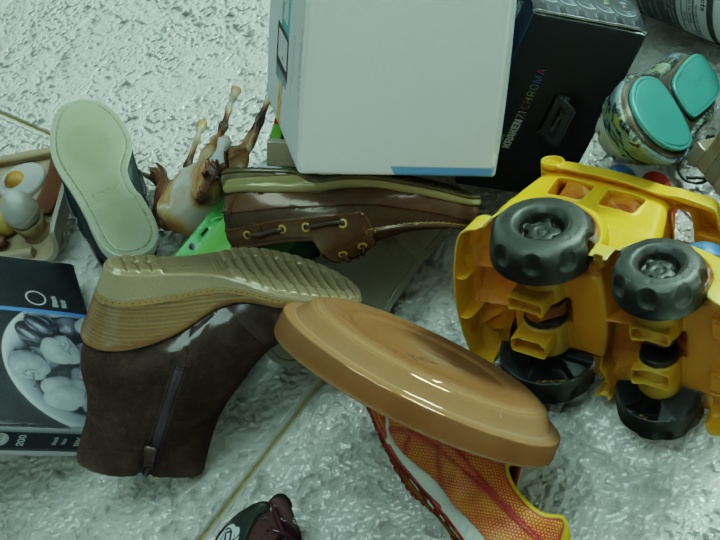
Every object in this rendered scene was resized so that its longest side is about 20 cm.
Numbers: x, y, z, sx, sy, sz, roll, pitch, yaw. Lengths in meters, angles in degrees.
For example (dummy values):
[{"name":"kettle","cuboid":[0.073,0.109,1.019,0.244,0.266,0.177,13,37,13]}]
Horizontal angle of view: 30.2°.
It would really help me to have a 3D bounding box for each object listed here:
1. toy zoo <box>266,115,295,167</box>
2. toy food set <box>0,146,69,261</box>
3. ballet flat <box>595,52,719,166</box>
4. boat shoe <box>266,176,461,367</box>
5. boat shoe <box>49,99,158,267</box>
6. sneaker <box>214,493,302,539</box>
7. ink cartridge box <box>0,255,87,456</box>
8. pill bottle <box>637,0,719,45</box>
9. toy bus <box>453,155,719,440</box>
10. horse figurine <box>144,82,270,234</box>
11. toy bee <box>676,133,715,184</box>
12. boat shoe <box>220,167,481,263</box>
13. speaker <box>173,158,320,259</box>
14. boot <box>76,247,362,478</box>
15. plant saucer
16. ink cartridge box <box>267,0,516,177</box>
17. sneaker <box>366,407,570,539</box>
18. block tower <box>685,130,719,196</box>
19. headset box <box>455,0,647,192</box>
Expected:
[{"name":"toy zoo","cuboid":[-0.004,-0.122,1.092,0.129,0.021,0.200,3,22,0]},{"name":"toy food set","cuboid":[-0.350,-0.070,1.235,0.197,0.061,0.145,-8,51,16]},{"name":"ballet flat","cuboid":[0.209,-0.108,0.974,0.073,0.075,0.199,9,19,28]},{"name":"boat shoe","cuboid":[0.000,0.000,1.049,0.200,0.073,0.063,-45,7,-9]},{"name":"boat shoe","cuboid":[-0.223,-0.066,1.172,0.074,0.067,0.200,-18,54,-21]},{"name":"sneaker","cuboid":[-0.032,0.194,0.880,0.197,0.076,0.117,-10,46,15]},{"name":"ink cartridge box","cuboid":[-0.302,0.061,1.040,0.198,0.044,0.199,5,39,-31]},{"name":"pill bottle","cuboid":[0.290,-0.244,1.074,0.116,0.116,0.199,-44,50,-16]},{"name":"toy bus","cuboid":[0.191,-0.001,0.923,0.198,0.137,0.192,17,44,31]},{"name":"horse figurine","cuboid":[-0.132,-0.082,1.123,0.199,0.050,0.134,-33,33,52]},{"name":"toy bee","cuboid":[0.328,-0.106,0.949,0.197,0.109,0.132,-17,48,7]},{"name":"boat shoe","cuboid":[-0.009,-0.039,0.990,0.197,0.072,0.069,3,94,14]},{"name":"speaker","cuboid":[-0.101,0.004,1.055,0.088,0.089,0.201,21,63,34]},{"name":"boot","cuboid":[-0.105,0.071,0.971,0.197,0.168,0.073,3,26,-15]},{"name":"plant saucer","cuboid":[0.039,0.065,0.863,0.199,0.199,0.033,30,100,37]},{"name":"ink cartridge box","cuboid":[0.014,-0.169,0.984,0.145,0.148,0.200,1,22,-10]},{"name":"sneaker","cuboid":[0.065,0.127,0.901,0.077,0.073,0.200,-36,59,-10]},{"name":"block tower","cuboid":[0.303,-0.026,0.885,0.053,0.058,0.201,-12,55,-34]},{"name":"headset box","cuboid":[0.132,-0.181,1.036,0.091,0.175,0.202,8,47,-14]}]
